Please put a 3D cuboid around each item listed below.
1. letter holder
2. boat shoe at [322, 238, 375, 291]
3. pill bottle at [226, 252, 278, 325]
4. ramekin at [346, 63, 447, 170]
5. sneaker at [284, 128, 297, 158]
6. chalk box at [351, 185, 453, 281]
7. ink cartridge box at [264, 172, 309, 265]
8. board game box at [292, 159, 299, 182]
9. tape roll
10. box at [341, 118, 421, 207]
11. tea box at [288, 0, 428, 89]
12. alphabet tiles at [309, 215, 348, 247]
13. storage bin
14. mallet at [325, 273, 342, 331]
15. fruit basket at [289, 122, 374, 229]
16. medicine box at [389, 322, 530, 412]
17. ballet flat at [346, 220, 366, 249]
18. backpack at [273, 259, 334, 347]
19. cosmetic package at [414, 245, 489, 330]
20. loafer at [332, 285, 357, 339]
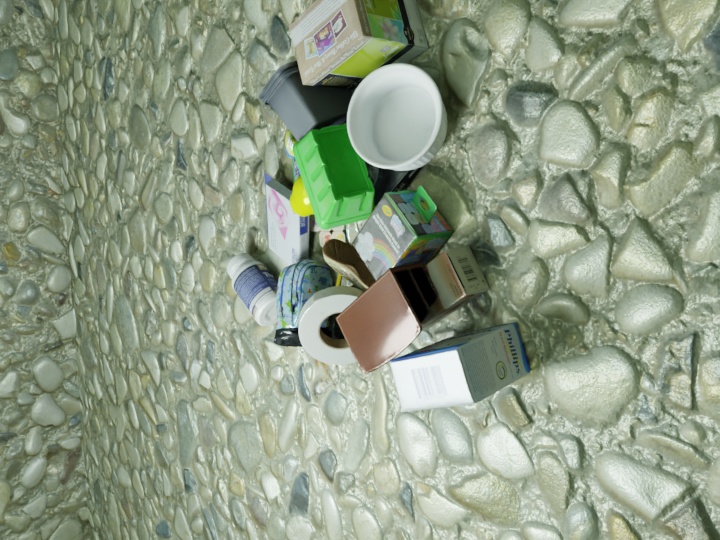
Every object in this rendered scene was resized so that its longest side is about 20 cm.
[{"bbox_3d":[0.064,0.102,1.256,0.200,0.099,0.144,-43,66,41],"label":"letter holder"},{"bbox_3d":[0.000,0.000,1.439,0.198,0.074,0.063,36,157,12],"label":"boat shoe"},{"bbox_3d":[-0.288,0.047,1.739,0.200,0.110,0.112,48,128,29],"label":"pill bottle"},{"bbox_3d":[0.080,-0.297,1.251,0.196,0.097,0.206,-1,87,22],"label":"ramekin"},{"bbox_3d":[-0.140,-0.358,1.501,0.105,0.075,0.203,-34,32,66],"label":"sneaker"},{"bbox_3d":[0.097,-0.084,1.301,0.126,0.122,0.201,57,131,24],"label":"chalk box"},{"bbox_3d":[-0.205,-0.125,1.637,0.199,0.043,0.200,34,136,36],"label":"ink cartridge box"},{"bbox_3d":[-0.098,-0.273,1.522,0.198,0.029,0.138,-15,77,47],"label":"board game box"},{"bbox_3d":[-0.047,0.129,1.446,0.037,0.199,0.206,-97,25,-58],"label":"tape roll"},{"bbox_3d":[0.017,-0.238,1.369,0.160,0.043,0.201,-46,68,20],"label":"box"},{"bbox_3d":[-0.006,-0.477,1.280,0.198,0.194,0.137,-20,84,45],"label":"tea box"},{"bbox_3d":[-0.072,-0.158,1.542,0.193,0.014,0.205,4,99,46],"label":"alphabet tiles"},{"bbox_3d":[-0.107,-0.368,1.375,0.145,0.199,0.136,-35,87,46],"label":"storage bin"},{"bbox_3d":[-0.048,0.043,1.491,0.065,0.041,0.205,-9,69,48],"label":"mallet"},{"bbox_3d":[-0.069,-0.184,1.334,0.215,0.152,0.220,165,90,-70],"label":"fruit basket"},{"bbox_3d":[0.190,0.184,1.195,0.180,0.198,0.105,-21,85,46],"label":"medicine box"},{"bbox_3d":[0.002,-0.142,1.432,0.061,0.067,0.205,5,101,38],"label":"ballet flat"},{"bbox_3d":[-0.136,0.076,1.562,0.153,0.161,0.204,-34,56,42],"label":"backpack"},{"bbox_3d":[0.154,0.045,1.288,0.200,0.086,0.105,-41,69,43],"label":"cosmetic package"},{"bbox_3d":[-0.035,0.121,1.515,0.070,0.068,0.204,28,121,30],"label":"loafer"}]
